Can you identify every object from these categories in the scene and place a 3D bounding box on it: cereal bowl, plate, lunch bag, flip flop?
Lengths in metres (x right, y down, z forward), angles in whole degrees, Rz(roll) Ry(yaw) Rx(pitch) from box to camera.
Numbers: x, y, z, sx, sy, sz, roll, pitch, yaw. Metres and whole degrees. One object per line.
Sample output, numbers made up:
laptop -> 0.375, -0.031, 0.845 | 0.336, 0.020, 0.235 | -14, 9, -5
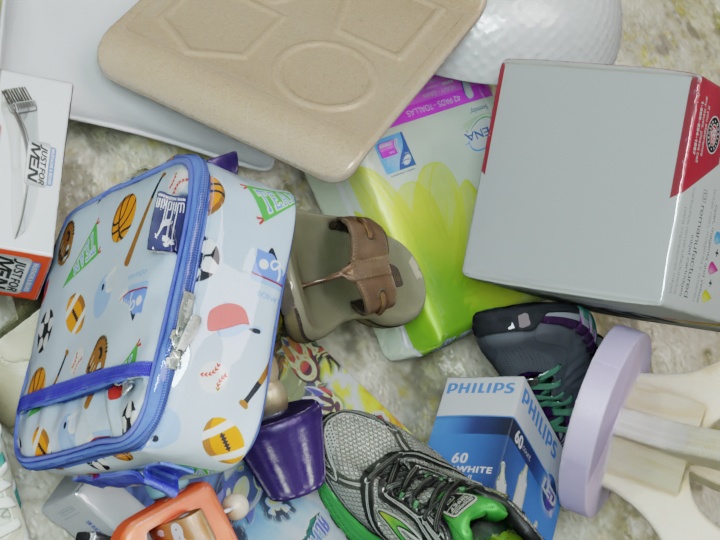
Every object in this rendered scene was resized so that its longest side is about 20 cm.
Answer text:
cereal bowl -> 0.089, -0.204, 1.227 | 0.200, 0.200, 0.084 | -23, 129, -43
plate -> -0.147, -0.168, 1.129 | 0.200, 0.032, 0.200 | 13, 61, -34
lunch bag -> -0.107, 0.034, 0.874 | 0.075, 0.200, 0.161 | 20, 71, -25
flip flop -> 0.000, 0.000, 1.037 | 0.200, 0.057, 0.081 | 7, 68, -63

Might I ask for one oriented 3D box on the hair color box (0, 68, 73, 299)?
hair color box -> -0.261, -0.059, 0.929 | 0.199, 0.064, 0.111 | 10, 62, -15

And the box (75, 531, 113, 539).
box -> -0.081, 0.238, 0.950 | 0.200, 0.036, 0.143 | 23, 73, -23

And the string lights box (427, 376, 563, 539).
string lights box -> 0.072, 0.177, 1.101 | 0.103, 0.059, 0.200 | 58, 40, -42

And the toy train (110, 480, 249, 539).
toy train -> -0.093, 0.209, 0.899 | 0.150, 0.056, 0.201 | -22, 91, -26

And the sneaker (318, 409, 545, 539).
sneaker -> 0.051, 0.139, 1.006 | 0.200, 0.085, 0.078 | 35, 61, 26

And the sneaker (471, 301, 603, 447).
sneaker -> 0.130, 0.076, 1.169 | 0.200, 0.074, 0.088 | 28, 57, -64

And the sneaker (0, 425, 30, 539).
sneaker -> -0.214, 0.104, 0.903 | 0.070, 0.093, 0.200 | -26, 87, -43

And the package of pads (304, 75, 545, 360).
package of pads -> 0.048, -0.052, 1.208 | 0.154, 0.068, 0.201 | -20, 86, -43

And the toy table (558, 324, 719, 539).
toy table -> 0.207, 0.117, 1.148 | 0.200, 0.117, 0.184 | 8, 100, -74

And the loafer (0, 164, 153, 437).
loafer -> -0.160, 0.005, 1.007 | 0.068, 0.076, 0.200 | 43, 49, -23

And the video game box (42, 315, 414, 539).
video game box -> -0.067, 0.126, 1.047 | 0.182, 0.047, 0.200 | 46, 48, -16

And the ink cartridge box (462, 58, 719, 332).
ink cartridge box -> 0.186, -0.043, 1.146 | 0.200, 0.144, 0.146 | 13, 86, -56

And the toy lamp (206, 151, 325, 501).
toy lamp -> -0.066, 0.034, 1.005 | 0.058, 0.058, 0.201 | -21, 96, -43

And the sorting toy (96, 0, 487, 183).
sorting toy -> -0.040, -0.152, 1.110 | 0.185, 0.037, 0.200 | 26, 53, 14
